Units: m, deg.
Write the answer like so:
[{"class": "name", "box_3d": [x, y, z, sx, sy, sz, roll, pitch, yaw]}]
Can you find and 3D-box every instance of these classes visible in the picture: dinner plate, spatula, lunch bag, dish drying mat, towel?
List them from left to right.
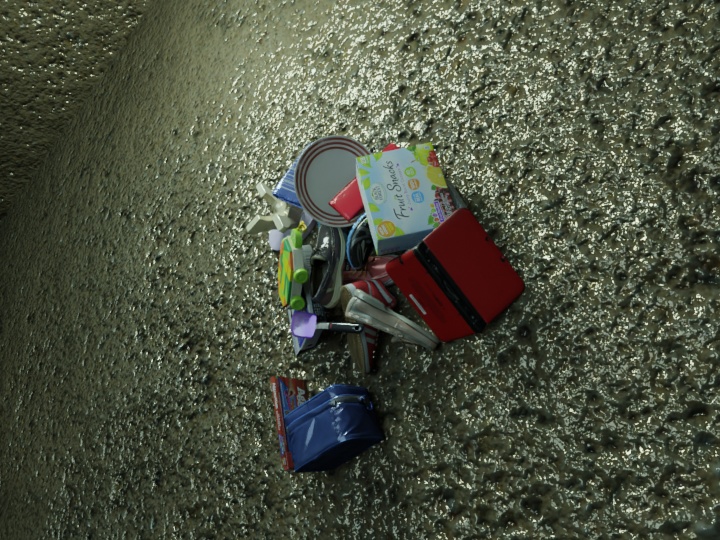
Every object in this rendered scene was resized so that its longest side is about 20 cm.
[{"class": "towel", "box_3d": [-0.112, -0.229, 1.284, 0.143, 0.024, 0.201, 22, 58, 12]}, {"class": "spatula", "box_3d": [-0.072, 0.117, 1.076, 0.198, 0.020, 0.058, -1, 73, 41]}, {"class": "lunch bag", "box_3d": [-0.057, 0.316, 1.071, 0.199, 0.135, 0.134, -37, 56, 23]}, {"class": "dinner plate", "box_3d": [-0.051, -0.198, 1.154, 0.024, 0.197, 0.203, -171, 102, -78]}, {"class": "dish drying mat", "box_3d": [0.022, -0.196, 1.127, 0.200, 0.018, 0.077, -44, 59, -7]}]

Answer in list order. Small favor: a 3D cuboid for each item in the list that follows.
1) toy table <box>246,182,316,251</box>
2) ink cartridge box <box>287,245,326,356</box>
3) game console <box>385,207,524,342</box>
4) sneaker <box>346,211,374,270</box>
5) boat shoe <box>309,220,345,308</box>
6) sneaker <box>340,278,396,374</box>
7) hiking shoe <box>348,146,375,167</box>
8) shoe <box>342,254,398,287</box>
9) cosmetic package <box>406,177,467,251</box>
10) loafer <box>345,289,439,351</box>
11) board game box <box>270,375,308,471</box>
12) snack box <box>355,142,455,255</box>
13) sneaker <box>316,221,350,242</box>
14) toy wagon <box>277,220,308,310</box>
[{"class": "toy table", "box_3d": [-0.202, -0.147, 1.358, 0.201, 0.117, 0.184, -54, 51, 10]}, {"class": "ink cartridge box", "box_3d": [-0.137, 0.077, 1.244, 0.201, 0.043, 0.201, 122, 139, -55]}, {"class": "game console", "box_3d": [0.176, 0.014, 0.988, 0.119, 0.201, 0.172, -43, 7, -35]}, {"class": "sneaker", "box_3d": [0.039, -0.089, 1.098, 0.082, 0.071, 0.201, 34, 90, 33]}, {"class": "boat shoe", "box_3d": [-0.078, -0.021, 1.129, 0.071, 0.064, 0.204, -15, 65, 39]}, {"class": "sneaker", "box_3d": [0.026, 0.117, 1.120, 0.071, 0.111, 0.204, 14, 116, 57]}, {"class": "hiking shoe", "box_3d": [-0.049, -0.229, 1.211, 0.076, 0.101, 0.199, 44, 60, 13]}, {"class": "shoe", "box_3d": [0.000, 0.000, 1.162, 0.198, 0.090, 0.073, -12, 68, 35]}, {"class": "cosmetic package", "box_3d": [0.167, -0.074, 1.079, 0.150, 0.051, 0.202, -40, 55, 24]}, {"class": "loafer", "box_3d": [0.062, 0.113, 1.041, 0.198, 0.072, 0.063, 32, 88, 3]}, {"class": "board game box", "box_3d": [-0.147, 0.340, 1.157, 0.019, 0.102, 0.203, -28, 60, 26]}, {"class": "snack box", "box_3d": [0.089, -0.146, 1.038, 0.166, 0.068, 0.203, -11, 62, -4]}, {"class": "sneaker", "box_3d": [-0.058, -0.126, 1.260, 0.095, 0.079, 0.202, -38, 55, 20]}, {"class": "toy wagon", "box_3d": [-0.152, -0.015, 1.157, 0.156, 0.039, 0.203, -121, 35, -53]}]
